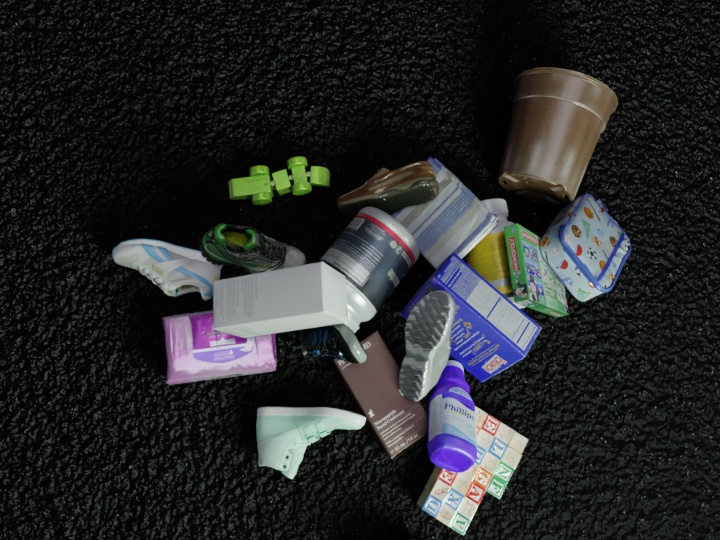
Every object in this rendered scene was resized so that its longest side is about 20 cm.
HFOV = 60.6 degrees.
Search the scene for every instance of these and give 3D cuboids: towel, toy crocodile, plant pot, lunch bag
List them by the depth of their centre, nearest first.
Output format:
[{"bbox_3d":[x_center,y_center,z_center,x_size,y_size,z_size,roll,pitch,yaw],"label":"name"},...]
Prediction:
[{"bbox_3d":[0.146,-0.105,1.153,0.147,0.024,0.201,-45,59,10],"label":"towel"},{"bbox_3d":[0.428,-0.045,1.155,0.161,0.075,0.200,49,50,-1],"label":"lunch bag"},{"bbox_3d":[0.363,-0.244,1.177,0.197,0.200,0.201,18,85,-1],"label":"plant pot"},{"bbox_3d":[-0.155,-0.168,1.181,0.197,0.062,0.069,-12,80,-2],"label":"toy crocodile"}]

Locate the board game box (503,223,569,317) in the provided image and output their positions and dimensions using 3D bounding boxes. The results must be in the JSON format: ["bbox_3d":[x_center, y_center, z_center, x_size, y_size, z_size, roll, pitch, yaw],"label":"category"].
[{"bbox_3d":[0.323,0.005,1.121,0.029,0.199,0.137,-17,69,34],"label":"board game box"}]

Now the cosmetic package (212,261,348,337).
[{"bbox_3d":[-0.129,0.052,1.003,0.197,0.108,0.086,-10,73,16],"label":"cosmetic package"}]

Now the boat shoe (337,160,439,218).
[{"bbox_3d":[0.052,-0.154,1.170,0.197,0.076,0.075,-13,62,16],"label":"boat shoe"}]

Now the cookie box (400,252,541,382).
[{"bbox_3d":[0.190,0.089,1.092,0.199,0.171,0.075,41,61,4],"label":"cookie box"}]

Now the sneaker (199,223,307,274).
[{"bbox_3d":[-0.185,-0.032,1.115,0.197,0.085,0.079,12,67,-28],"label":"sneaker"}]

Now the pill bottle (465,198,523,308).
[{"bbox_3d":[0.251,-0.026,1.156,0.109,0.111,0.204,-8,80,-6],"label":"pill bottle"}]

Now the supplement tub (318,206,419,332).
[{"bbox_3d":[0.000,0.000,1.114,0.140,0.140,0.201,38,78,3],"label":"supplement tub"}]

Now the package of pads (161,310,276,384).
[{"bbox_3d":[-0.251,0.130,1.100,0.196,0.076,0.123,-7,79,-6],"label":"package of pads"}]

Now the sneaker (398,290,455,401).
[{"bbox_3d":[0.119,0.120,1.048,0.074,0.081,0.203,32,119,31],"label":"sneaker"}]

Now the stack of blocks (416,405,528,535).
[{"bbox_3d":[0.200,0.360,1.101,0.114,0.059,0.202,31,78,1],"label":"stack of blocks"}]

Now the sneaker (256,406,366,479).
[{"bbox_3d":[-0.086,0.300,1.073,0.197,0.074,0.120,-3,73,11],"label":"sneaker"}]

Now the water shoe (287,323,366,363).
[{"bbox_3d":[-0.059,0.132,1.065,0.079,0.199,0.072,-37,114,-18],"label":"water shoe"}]

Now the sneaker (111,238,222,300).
[{"bbox_3d":[-0.355,-0.002,1.116,0.197,0.077,0.082,11,71,-3],"label":"sneaker"}]

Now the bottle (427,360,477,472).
[{"bbox_3d":[0.159,0.245,1.069,0.083,0.066,0.201,26,37,-12],"label":"bottle"}]

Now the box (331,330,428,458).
[{"bbox_3d":[0.040,0.222,1.109,0.099,0.075,0.202,-31,81,-10],"label":"box"}]
